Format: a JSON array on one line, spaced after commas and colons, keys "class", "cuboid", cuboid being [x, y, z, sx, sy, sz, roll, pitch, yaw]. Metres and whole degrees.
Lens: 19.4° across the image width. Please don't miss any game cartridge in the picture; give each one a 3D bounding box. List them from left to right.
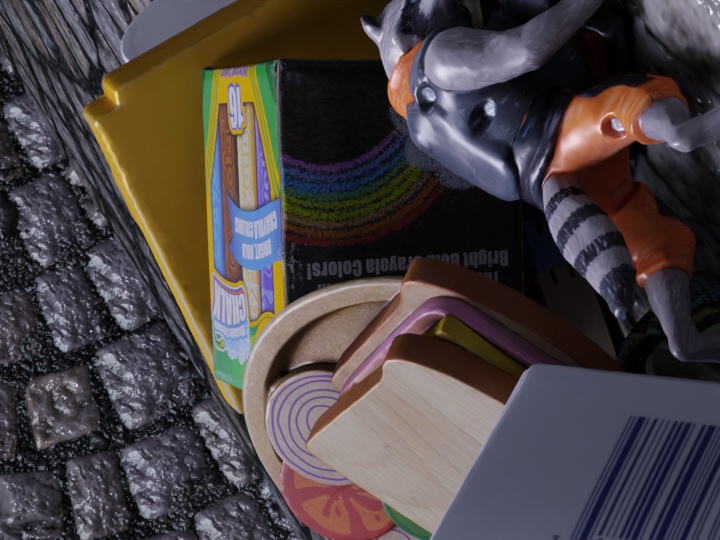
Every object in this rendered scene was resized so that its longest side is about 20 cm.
[{"class": "game cartridge", "cuboid": [-0.031, -0.049, 1.096, 0.032, 0.175, 0.201, 41, 158, 59]}]

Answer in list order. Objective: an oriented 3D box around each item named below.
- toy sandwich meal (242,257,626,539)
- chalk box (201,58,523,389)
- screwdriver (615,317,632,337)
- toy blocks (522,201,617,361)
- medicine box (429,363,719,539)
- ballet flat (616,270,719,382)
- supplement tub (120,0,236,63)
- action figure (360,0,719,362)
[{"class": "toy sandwich meal", "cuboid": [0.034, 0.084, 0.876, 0.203, 0.070, 0.206, 13, 133, 14]}, {"class": "chalk box", "cuboid": [0.000, 0.000, 1.007, 0.124, 0.124, 0.202, -167, 75, -69]}, {"class": "screwdriver", "cuboid": [0.111, -0.004, 0.968, 0.029, 0.028, 0.201, -14, 110, 49]}, {"class": "toy blocks", "cuboid": [0.083, 0.039, 1.080, 0.200, 0.099, 0.138, 147, 104, -79]}, {"class": "medicine box", "cuboid": [0.145, 0.143, 0.742, 0.181, 0.103, 0.201, 4, 137, 36]}, {"class": "ballet flat", "cuboid": [0.163, 0.067, 0.800, 0.200, 0.074, 0.075, 42, 160, 57]}, {"class": "supplement tub", "cuboid": [-0.041, -0.062, 1.187, 0.145, 0.145, 0.201, 43, 160, 56]}, {"class": "action figure", "cuboid": [0.067, -0.070, 0.798, 0.193, 0.104, 0.201, 36, 158, 42]}]
